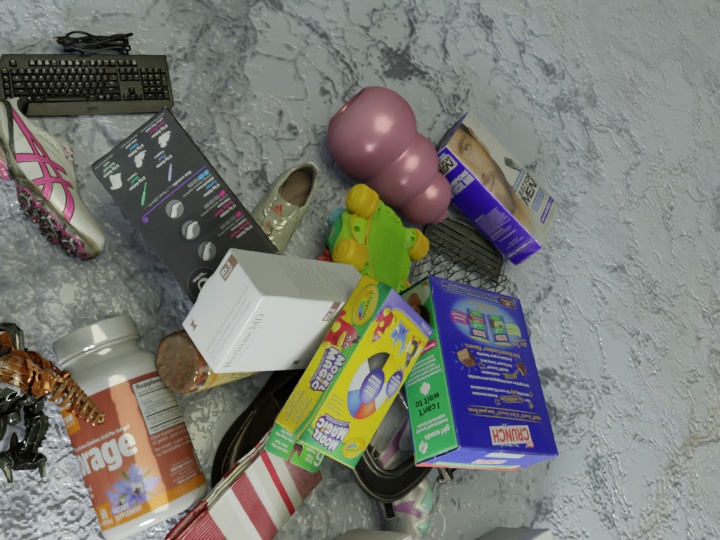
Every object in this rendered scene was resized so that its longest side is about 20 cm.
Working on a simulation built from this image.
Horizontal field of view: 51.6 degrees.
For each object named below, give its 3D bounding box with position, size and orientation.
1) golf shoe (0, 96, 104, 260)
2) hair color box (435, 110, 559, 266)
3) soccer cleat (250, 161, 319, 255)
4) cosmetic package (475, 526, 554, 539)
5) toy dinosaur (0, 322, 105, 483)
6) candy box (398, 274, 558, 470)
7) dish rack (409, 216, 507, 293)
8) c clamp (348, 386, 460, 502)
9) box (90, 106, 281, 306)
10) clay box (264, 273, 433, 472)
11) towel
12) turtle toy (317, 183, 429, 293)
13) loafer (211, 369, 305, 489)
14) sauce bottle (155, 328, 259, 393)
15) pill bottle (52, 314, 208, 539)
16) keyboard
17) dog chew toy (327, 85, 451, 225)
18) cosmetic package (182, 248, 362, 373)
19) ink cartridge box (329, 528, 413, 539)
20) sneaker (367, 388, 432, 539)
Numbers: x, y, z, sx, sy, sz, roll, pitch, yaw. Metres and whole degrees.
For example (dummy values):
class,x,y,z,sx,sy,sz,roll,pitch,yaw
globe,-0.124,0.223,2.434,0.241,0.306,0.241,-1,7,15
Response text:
class,x,y,z,sx,sy,sz,roll,pitch,yaw
golf shoe,-0.339,-0.104,0.810,0.201,0.072,0.092,50,58,-4
hair color box,0.191,-0.119,1.074,0.200,0.065,0.110,43,46,-7
soccer cleat,-0.111,-0.051,0.905,0.069,0.077,0.203,32,63,-14
cosmetic package,0.137,0.380,0.876,0.197,0.113,0.083,-16,82,-27
toy dinosaur,-0.332,0.120,0.698,0.101,0.197,0.139,18,80,-49
candy box,0.132,0.124,0.872,0.167,0.077,0.204,15,55,-36
dish rack,0.136,0.023,1.020,0.151,0.054,0.203,27,64,-18
c clamp,0.039,0.173,0.869,0.170,0.027,0.202,-32,85,-32
box,-0.181,-0.054,0.815,0.106,0.122,0.201,-39,83,-6
clay box,-0.008,0.119,0.774,0.202,0.047,0.115,-60,142,-9
towel,-0.123,0.256,0.779,0.023,0.146,0.200,27,59,33
turtle toy,0.000,0.000,0.928,0.145,0.100,0.204,37,57,-38
loafer,-0.101,0.175,0.842,0.072,0.071,0.202,34,62,-13
sauce bottle,-0.133,0.085,0.814,0.199,0.065,0.067,-9,76,-59
pill bottle,-0.239,0.155,0.756,0.111,0.112,0.204,-19,83,-30
keyboard,-0.322,-0.239,0.880,0.196,0.040,0.106,-9,79,-30
dog chew toy,0.047,-0.144,0.995,0.201,0.124,0.125,48,59,-15
cosmetic package,-0.073,0.045,0.771,0.074,0.102,0.198,48,24,28
ink cartridge box,-0.004,0.396,0.778,0.142,0.147,0.204,-14,81,-29
sneaker,0.014,0.231,0.887,0.137,0.078,0.204,17,58,-19
